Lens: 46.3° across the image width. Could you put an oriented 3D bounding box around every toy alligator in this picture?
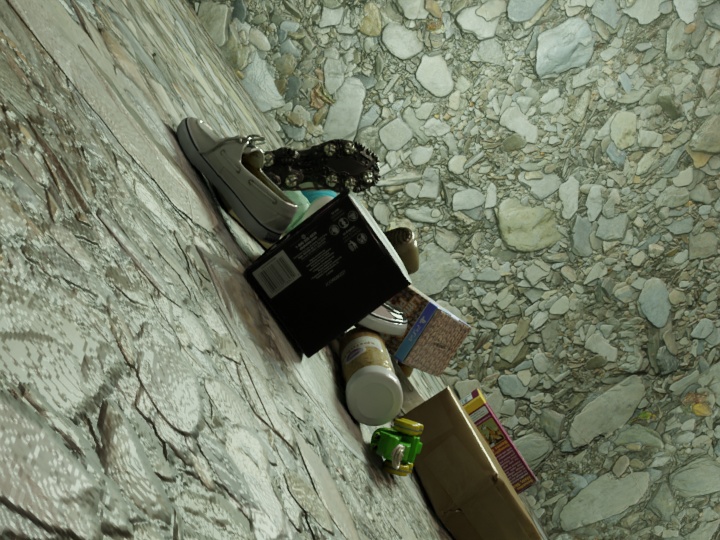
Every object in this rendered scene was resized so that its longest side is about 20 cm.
[{"bbox_3d":[0.034,0.200,0.963,0.054,0.060,0.200,14,-6,13],"label":"toy alligator"}]

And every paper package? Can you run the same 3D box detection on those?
[{"bbox_3d":[0.154,0.304,1.220,0.191,0.103,0.200,56,3,-35],"label":"paper package"}]

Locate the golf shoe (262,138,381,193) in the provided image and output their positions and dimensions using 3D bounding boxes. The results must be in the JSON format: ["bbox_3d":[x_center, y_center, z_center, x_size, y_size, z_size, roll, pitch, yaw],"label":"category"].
[{"bbox_3d":[-0.069,-0.151,1.226,0.088,0.198,0.078,-166,-105,-70],"label":"golf shoe"}]

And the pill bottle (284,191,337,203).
[{"bbox_3d":[-0.072,-0.077,1.469,0.111,0.110,0.201,53,4,-40],"label":"pill bottle"}]

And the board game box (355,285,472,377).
[{"bbox_3d":[0.050,0.062,1.316,0.199,0.097,0.159,36,3,29],"label":"board game box"}]

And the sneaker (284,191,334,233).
[{"bbox_3d":[-0.088,-0.085,1.267,0.119,0.073,0.201,62,-22,17],"label":"sneaker"}]

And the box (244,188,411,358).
[{"bbox_3d":[-0.036,-0.005,1.004,0.125,0.148,0.200,54,4,-6],"label":"box"}]

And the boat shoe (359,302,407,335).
[{"bbox_3d":[-0.008,0.026,1.154,0.199,0.071,0.072,27,6,-26],"label":"boat shoe"}]

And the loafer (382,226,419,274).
[{"bbox_3d":[0.000,0.000,1.220,0.068,0.198,0.076,57,36,-26],"label":"loafer"}]

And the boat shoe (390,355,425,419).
[{"bbox_3d":[0.056,0.164,1.384,0.071,0.069,0.200,54,5,-34],"label":"boat shoe"}]

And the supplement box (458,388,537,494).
[{"bbox_3d":[0.237,0.356,1.659,0.201,0.130,0.103,57,3,2],"label":"supplement box"}]

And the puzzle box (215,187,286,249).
[{"bbox_3d":[-0.153,-0.090,1.165,0.134,0.025,0.200,59,5,31],"label":"puzzle box"}]

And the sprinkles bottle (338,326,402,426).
[{"bbox_3d":[0.010,0.131,1.078,0.069,0.068,0.200,55,3,-13],"label":"sprinkles bottle"}]

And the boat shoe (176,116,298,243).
[{"bbox_3d":[-0.142,-0.133,1.015,0.202,0.086,0.074,51,20,22],"label":"boat shoe"}]
